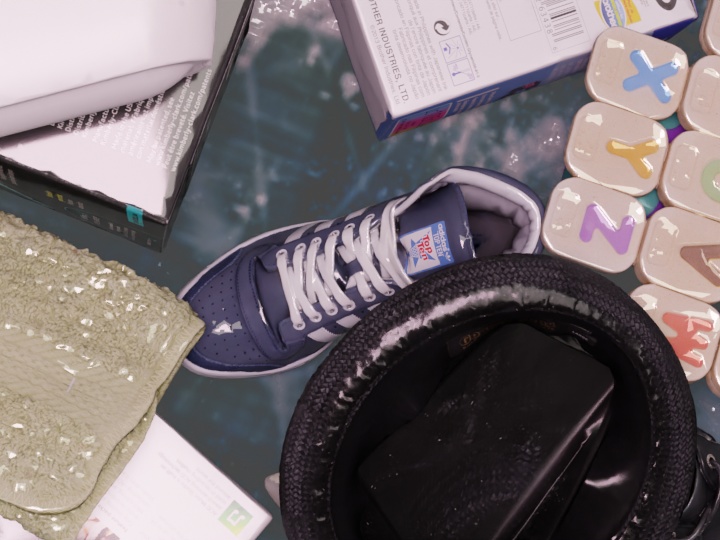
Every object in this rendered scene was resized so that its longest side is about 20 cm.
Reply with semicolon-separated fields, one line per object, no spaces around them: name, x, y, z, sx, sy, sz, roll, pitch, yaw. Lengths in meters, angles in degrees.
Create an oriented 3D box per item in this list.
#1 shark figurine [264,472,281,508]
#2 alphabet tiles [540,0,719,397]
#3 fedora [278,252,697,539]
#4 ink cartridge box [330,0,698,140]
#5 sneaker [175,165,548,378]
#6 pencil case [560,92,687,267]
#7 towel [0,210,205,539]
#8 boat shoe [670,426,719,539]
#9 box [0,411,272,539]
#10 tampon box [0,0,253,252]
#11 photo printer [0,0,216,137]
shark figurine;0.038;0.188;1.170;0.127;0.090;0.215;-5;45;-20
alphabet tiles;0.193;-0.037;1.161;0.194;0.015;0.201;19;77;-6
fedora;0.057;0.083;1.127;0.199;0.092;0.202;0;99;-3
ink cartridge box;0.083;-0.164;1.214;0.199;0.076;0.137;-19;89;-6
sneaker;0.000;0.000;1.176;0.199;0.108;0.071;-17;87;-7
pencil case;0.204;-0.027;1.212;0.199;0.085;0.093;21;74;-5
towel;-0.190;0.035;1.154;0.199;0.037;0.149;24;62;9
boat shoe;0.150;0.109;1.205;0.199;0.066;0.075;32;83;-3
box;-0.161;0.150;1.186;0.144;0.036;0.200;42;82;-2
tampon box;-0.164;-0.108;1.146;0.199;0.150;0.127;21;84;-4
photo printer;-0.165;-0.141;1.037;0.199;0.069;0.168;-14;87;-6
